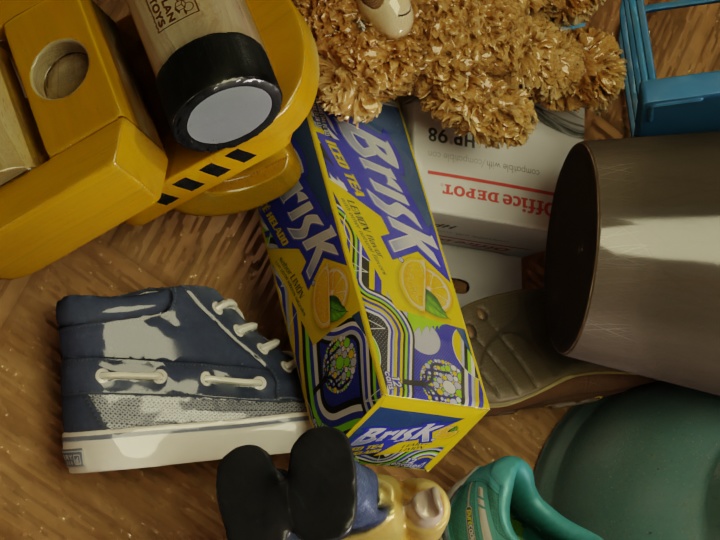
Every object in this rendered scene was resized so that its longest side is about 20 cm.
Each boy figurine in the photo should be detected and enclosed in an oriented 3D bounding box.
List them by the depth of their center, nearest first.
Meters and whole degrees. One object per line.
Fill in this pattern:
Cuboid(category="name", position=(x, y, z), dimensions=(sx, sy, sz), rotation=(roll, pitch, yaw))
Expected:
Cuboid(category="boy figurine", position=(-0.012, 0.135, 1.174), dimensions=(0.124, 0.200, 0.065), rotation=(-14, 65, 11))

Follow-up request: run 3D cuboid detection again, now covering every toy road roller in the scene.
Cuboid(category="toy road roller", position=(-0.114, -0.074, 1.159), dimensions=(0.199, 0.146, 0.123), rotation=(-28, 61, 8))

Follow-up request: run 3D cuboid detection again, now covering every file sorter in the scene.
Cuboid(category="file sorter", position=(0.214, -0.128, 1.300), dimensions=(0.138, 0.200, 0.124), rotation=(-8, 77, 3))

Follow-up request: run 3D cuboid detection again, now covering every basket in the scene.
Cuboid(category="basket", position=(0.206, -0.005, 1.234), dimensions=(0.199, 0.136, 0.182), rotation=(6, 88, -9))

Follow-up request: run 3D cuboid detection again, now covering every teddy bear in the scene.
Cuboid(category="teddy bear", position=(0.056, -0.131, 1.228), dimensions=(0.199, 0.067, 0.146), rotation=(13, 72, -24))

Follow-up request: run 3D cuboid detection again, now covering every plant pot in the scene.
Cuboid(category="plant pot", position=(0.211, 0.148, 1.299), dimensions=(0.199, 0.134, 0.202), rotation=(6, 77, -29))

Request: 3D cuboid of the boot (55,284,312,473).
Cuboid(category="boot", position=(-0.060, 0.050, 1.197), dimensions=(0.199, 0.073, 0.091), rotation=(-4, 87, -30))

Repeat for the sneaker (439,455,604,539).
Cuboid(category="sneaker", position=(0.117, 0.185, 1.227), dimensions=(0.200, 0.080, 0.077), rotation=(47, 34, 12))

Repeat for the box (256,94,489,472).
Cuboid(category="box", position=(0.000, 0.000, 1.202), dimensions=(0.070, 0.064, 0.201), rotation=(10, 49, -34))

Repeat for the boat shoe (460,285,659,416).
Cuboid(category="boat shoe", position=(0.120, 0.040, 1.306), dimensions=(0.199, 0.068, 0.072), rotation=(-11, 74, -27))

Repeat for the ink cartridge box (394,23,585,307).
Cuboid(category="ink cartridge box", position=(0.062, -0.076, 1.298), dimensions=(0.115, 0.067, 0.201), rotation=(8, 76, -29))
